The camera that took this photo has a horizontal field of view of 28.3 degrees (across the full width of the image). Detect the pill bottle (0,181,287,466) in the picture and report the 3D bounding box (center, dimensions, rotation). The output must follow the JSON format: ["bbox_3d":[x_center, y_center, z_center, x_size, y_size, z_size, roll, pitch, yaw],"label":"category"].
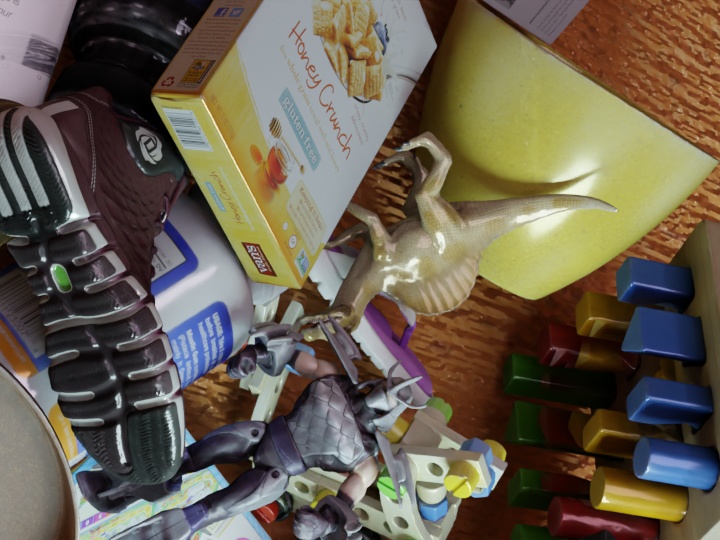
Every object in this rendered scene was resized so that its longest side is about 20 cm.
[{"bbox_3d":[-0.132,0.021,0.814,0.199,0.112,0.113,-34,108,-28],"label":"pill bottle"}]

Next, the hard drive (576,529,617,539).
[{"bbox_3d":[0.118,0.254,0.931,0.140,0.199,0.038,45,34,-24],"label":"hard drive"}]

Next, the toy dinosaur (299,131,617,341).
[{"bbox_3d":[0.044,-0.028,0.860,0.198,0.058,0.102,-26,90,0],"label":"toy dinosaur"}]

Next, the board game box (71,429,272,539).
[{"bbox_3d":[-0.158,0.187,0.844,0.200,0.034,0.135,-44,112,-24],"label":"board game box"}]

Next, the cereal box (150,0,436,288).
[{"bbox_3d":[-0.029,-0.112,0.792,0.201,0.039,0.145,-62,143,-31],"label":"cereal box"}]

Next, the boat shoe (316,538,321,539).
[{"bbox_3d":[-0.050,0.217,0.906,0.199,0.072,0.068,-36,71,-20],"label":"boat shoe"}]

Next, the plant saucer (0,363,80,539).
[{"bbox_3d":[-0.232,0.109,0.735,0.202,0.198,0.032,66,18,-14],"label":"plant saucer"}]

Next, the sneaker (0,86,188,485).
[{"bbox_3d":[-0.113,-0.001,0.728,0.115,0.075,0.202,-44,122,-54],"label":"sneaker"}]

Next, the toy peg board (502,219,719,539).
[{"bbox_3d":[0.165,0.098,0.931,0.097,0.200,0.202,9,53,-11],"label":"toy peg board"}]

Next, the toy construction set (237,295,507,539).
[{"bbox_3d":[-0.010,0.107,0.868,0.092,0.199,0.132,-37,149,-36],"label":"toy construction set"}]

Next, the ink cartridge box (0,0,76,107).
[{"bbox_3d":[-0.243,-0.120,0.758,0.144,0.084,0.202,22,80,-30],"label":"ink cartridge box"}]

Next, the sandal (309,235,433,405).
[{"bbox_3d":[0.001,0.003,0.910,0.050,0.083,0.204,-33,109,6],"label":"sandal"}]

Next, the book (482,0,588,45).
[{"bbox_3d":[0.087,-0.251,0.917,0.199,0.134,0.048,32,35,-17],"label":"book"}]

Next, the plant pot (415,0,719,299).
[{"bbox_3d":[0.112,-0.068,0.940,0.199,0.200,0.143,26,104,-29],"label":"plant pot"}]

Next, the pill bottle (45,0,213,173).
[{"bbox_3d":[-0.098,-0.150,0.816,0.112,0.111,0.202,38,60,-27],"label":"pill bottle"}]

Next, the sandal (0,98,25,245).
[{"bbox_3d":[-0.234,-0.027,0.684,0.199,0.054,0.081,-37,141,-29],"label":"sandal"}]

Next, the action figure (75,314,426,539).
[{"bbox_3d":[-0.054,0.104,0.784,0.198,0.069,0.131,-25,66,2],"label":"action figure"}]
